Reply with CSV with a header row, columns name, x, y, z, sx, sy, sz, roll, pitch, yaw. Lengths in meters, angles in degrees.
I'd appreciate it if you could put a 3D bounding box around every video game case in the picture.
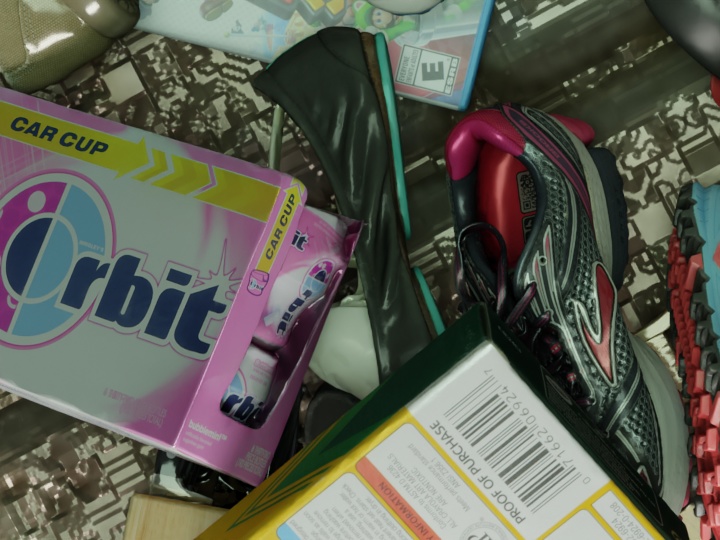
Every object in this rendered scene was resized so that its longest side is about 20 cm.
name,x,y,z,sx,sy,sz,roll,pitch,yaw
video game case,-0.034,-0.161,1.250,0.199,0.018,0.144,14,96,3

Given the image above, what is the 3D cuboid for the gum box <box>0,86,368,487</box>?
name,x,y,z,sx,sy,sz,roll,pitch,yaw
gum box,-0.102,0.003,1.187,0.199,0.066,0.114,18,83,35

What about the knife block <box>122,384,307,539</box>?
name,x,y,z,sx,sy,sz,roll,pitch,yaw
knife block,-0.067,0.128,1.203,0.064,0.200,0.176,9,125,4

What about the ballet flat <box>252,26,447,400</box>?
name,x,y,z,sx,sy,sz,roll,pitch,yaw
ballet flat,0.000,0.000,1.213,0.068,0.068,0.201,-15,78,1

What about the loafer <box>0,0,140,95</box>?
name,x,y,z,sx,sy,sz,roll,pitch,yaw
loafer,-0.183,-0.148,1.226,0.200,0.076,0.068,40,96,13

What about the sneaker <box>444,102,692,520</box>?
name,x,y,z,sx,sy,sz,roll,pitch,yaw
sneaker,0.074,0.030,1.201,0.080,0.075,0.201,-23,72,27

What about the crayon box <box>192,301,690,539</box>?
name,x,y,z,sx,sy,sz,roll,pitch,yaw
crayon box,0.013,0.124,1.141,0.200,0.052,0.126,-40,104,11

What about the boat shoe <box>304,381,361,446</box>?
name,x,y,z,sx,sy,sz,roll,pitch,yaw
boat shoe,0.018,0.139,1.238,0.073,0.063,0.202,-13,94,43

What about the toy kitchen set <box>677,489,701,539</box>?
name,x,y,z,sx,sy,sz,roll,pitch,yaw
toy kitchen set,0.142,0.222,1.195,0.180,0.163,0.200,-43,90,7

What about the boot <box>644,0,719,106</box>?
name,x,y,z,sx,sy,sz,roll,pitch,yaw
boot,0.222,-0.106,1.218,0.199,0.073,0.144,25,125,-17

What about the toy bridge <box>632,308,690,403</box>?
name,x,y,z,sx,sy,sz,roll,pitch,yaw
toy bridge,0.193,-0.014,1.239,0.199,0.027,0.067,-29,89,6

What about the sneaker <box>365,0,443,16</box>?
name,x,y,z,sx,sy,sz,roll,pitch,yaw
sneaker,0.002,-0.202,1.199,0.071,0.072,0.201,-8,95,4

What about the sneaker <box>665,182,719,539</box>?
name,x,y,z,sx,sy,sz,roll,pitch,yaw
sneaker,0.175,0.042,1.151,0.095,0.079,0.201,-2,52,-1
